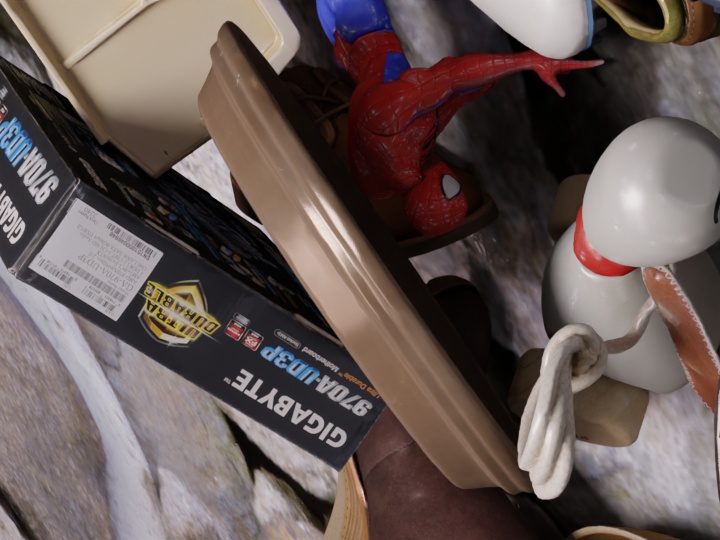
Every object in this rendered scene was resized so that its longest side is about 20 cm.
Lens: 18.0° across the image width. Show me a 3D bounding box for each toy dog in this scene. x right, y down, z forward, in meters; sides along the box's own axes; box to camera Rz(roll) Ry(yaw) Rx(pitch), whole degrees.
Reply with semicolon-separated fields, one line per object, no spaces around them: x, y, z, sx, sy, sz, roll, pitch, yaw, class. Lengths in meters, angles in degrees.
0.110;0.009;0.760;0.200;0.096;0.132;-71;-5;-84;toy dog

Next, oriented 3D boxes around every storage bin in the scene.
-0.127;-0.161;0.953;0.199;0.094;0.200;56;176;-25;storage bin

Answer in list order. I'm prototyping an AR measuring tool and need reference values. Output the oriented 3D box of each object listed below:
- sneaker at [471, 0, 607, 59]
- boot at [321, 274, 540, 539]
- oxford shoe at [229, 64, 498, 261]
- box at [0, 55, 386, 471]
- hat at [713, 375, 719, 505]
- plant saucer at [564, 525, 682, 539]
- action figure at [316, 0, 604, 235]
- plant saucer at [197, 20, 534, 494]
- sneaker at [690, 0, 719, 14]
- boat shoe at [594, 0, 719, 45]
0.013;-0.143;0.815;0.200;0.072;0.072;50;159;23;sneaker
0.058;0.116;0.964;0.166;0.072;0.200;22;94;40;boot
-0.012;-0.050;0.982;0.200;0.071;0.071;24;134;56;oxford shoe
-0.085;-0.010;0.924;0.159;0.046;0.200;34;-174;-27;box
0.184;0.052;0.607;0.201;0.200;0.081;60;180;-1;hat
0.157;0.187;0.955;0.200;0.035;0.200;46;153;32;plant saucer
0.024;-0.100;0.873;0.065;0.099;0.200;94;162;-57;action figure
0.000;0.000;0.812;0.200;0.029;0.200;56;-177;-5;plant saucer
0.110;-0.090;0.607;0.084;0.075;0.200;-17;125;38;sneaker
0.059;-0.143;0.725;0.200;0.068;0.072;43;154;36;boat shoe
